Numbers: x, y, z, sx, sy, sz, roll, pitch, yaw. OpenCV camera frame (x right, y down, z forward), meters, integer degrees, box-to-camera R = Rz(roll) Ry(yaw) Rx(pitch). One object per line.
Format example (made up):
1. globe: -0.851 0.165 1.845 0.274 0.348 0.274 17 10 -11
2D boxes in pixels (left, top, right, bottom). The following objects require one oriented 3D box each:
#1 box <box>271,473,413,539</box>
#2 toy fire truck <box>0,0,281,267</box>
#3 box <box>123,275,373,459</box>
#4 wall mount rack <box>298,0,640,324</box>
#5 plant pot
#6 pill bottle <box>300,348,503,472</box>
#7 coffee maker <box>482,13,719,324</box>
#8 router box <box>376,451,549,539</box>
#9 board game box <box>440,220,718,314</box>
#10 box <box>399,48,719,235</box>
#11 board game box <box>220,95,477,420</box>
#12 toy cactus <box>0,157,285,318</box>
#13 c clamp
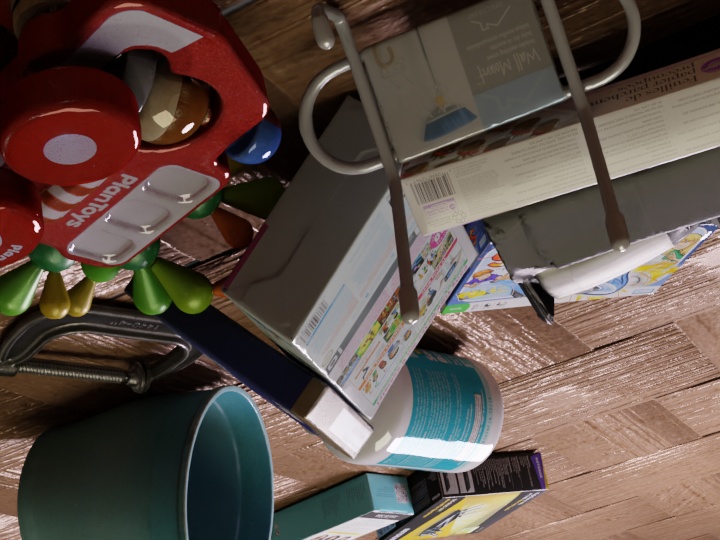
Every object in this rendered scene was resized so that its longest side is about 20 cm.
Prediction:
1. box: -0.035 0.312 1.700 0.199 0.050 0.082 -29 152 33
2. toy fire truck: -0.132 -0.073 0.686 0.199 0.113 0.167 -34 147 33
3. box: -0.088 0.055 0.945 0.033 0.199 0.121 -53 155 -7
4. wall mount rack: 0.058 -0.077 0.710 0.198 0.176 0.074 -19 180 17
5. plant pot: -0.200 0.207 1.229 0.185 0.203 0.200 -3 160 19
6. pill bottle: 0.033 0.124 1.230 0.110 0.112 0.199 -30 151 36
7. coffee maker: 0.170 -0.074 0.820 0.198 0.136 0.192 -21 155 18
8. router box: 0.125 0.293 1.731 0.155 0.053 0.200 -1 154 -25
9. board game box: 0.170 -0.015 1.078 0.197 0.035 0.136 -5 156 -16
10. box: 0.119 -0.071 0.748 0.198 0.039 0.042 -18 117 18
11. board game box: 0.000 0.000 0.891 0.148 0.064 0.200 -56 156 -9
12. toy cactus: -0.143 -0.040 0.831 0.197 0.103 0.166 -11 138 5
13. c clamp: -0.225 0.069 1.097 0.198 0.027 0.171 7 145 -34
